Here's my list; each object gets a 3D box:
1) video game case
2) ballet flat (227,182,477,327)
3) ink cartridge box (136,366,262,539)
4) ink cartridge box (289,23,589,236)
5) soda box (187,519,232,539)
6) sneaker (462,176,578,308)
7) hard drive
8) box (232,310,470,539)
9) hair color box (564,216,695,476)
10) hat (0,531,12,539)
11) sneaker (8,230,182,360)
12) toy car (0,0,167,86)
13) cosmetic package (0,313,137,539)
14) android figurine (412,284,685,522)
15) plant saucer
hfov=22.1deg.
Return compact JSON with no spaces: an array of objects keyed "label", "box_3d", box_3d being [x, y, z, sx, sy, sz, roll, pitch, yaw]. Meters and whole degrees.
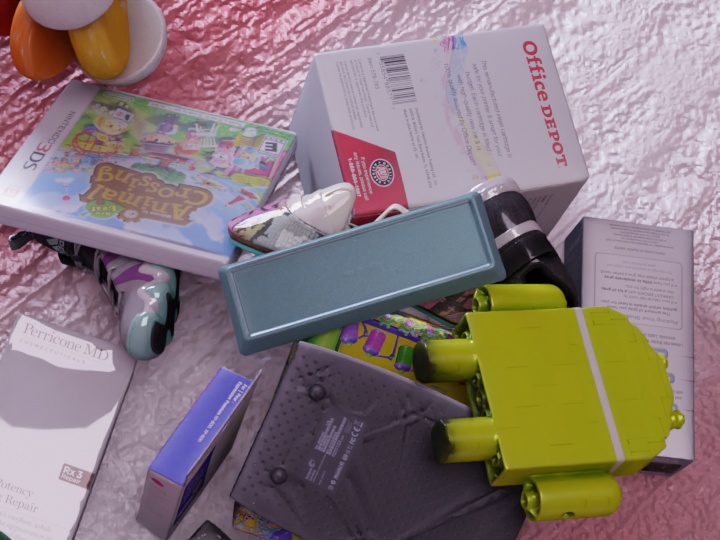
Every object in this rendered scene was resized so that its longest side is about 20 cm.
[{"label":"video game case","box_3d":[-0.169,-0.076,1.448,0.199,0.022,0.182,14,40,8]},{"label":"ballet flat","box_3d":[0.003,-0.022,1.371,0.200,0.069,0.071,21,111,-3]},{"label":"ink cartridge box","box_3d":[-0.121,0.132,1.355,0.037,0.200,0.095,34,67,1]},{"label":"ink cartridge box","box_3d":[0.061,-0.096,1.502,0.199,0.145,0.146,-9,71,-13]},{"label":"soda box","box_3d":[-0.155,0.285,1.367,0.071,0.063,0.200,40,67,4]},{"label":"sneaker","box_3d":[0.126,0.017,1.444,0.073,0.200,0.112,-28,65,1]},{"label":"hard drive","box_3d":[0.021,0.144,1.314,0.200,0.042,0.135,24,90,-5]},{"label":"box","box_3d":[0.028,0.132,1.396,0.200,0.122,0.193,21,89,-4]},{"label":"hair color box","box_3d":[0.221,0.063,1.525,0.099,0.061,0.201,7,69,-9]},{"label":"hat","box_3d":[-0.335,0.260,1.327,0.166,0.176,0.200,-33,96,-36]},{"label":"sneaker","box_3d":[-0.208,-0.009,1.441,0.139,0.078,0.200,5,39,-1]},{"label":"toy car","box_3d":[-0.245,-0.246,1.491,0.150,0.175,0.201,-5,71,12]},{"label":"cosmetic package","box_3d":[-0.247,0.143,1.394,0.101,0.074,0.200,18,69,-5]},{"label":"android figurine","box_3d":[0.138,0.088,1.306,0.200,0.041,0.182,-3,61,-23]},{"label":"plant saucer","box_3d":[0.000,0.000,1.324,0.200,0.019,0.070,-17,74,0]}]
